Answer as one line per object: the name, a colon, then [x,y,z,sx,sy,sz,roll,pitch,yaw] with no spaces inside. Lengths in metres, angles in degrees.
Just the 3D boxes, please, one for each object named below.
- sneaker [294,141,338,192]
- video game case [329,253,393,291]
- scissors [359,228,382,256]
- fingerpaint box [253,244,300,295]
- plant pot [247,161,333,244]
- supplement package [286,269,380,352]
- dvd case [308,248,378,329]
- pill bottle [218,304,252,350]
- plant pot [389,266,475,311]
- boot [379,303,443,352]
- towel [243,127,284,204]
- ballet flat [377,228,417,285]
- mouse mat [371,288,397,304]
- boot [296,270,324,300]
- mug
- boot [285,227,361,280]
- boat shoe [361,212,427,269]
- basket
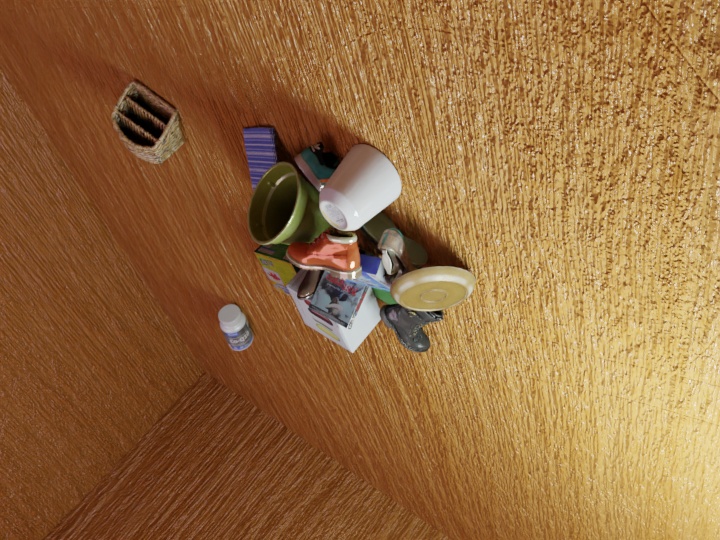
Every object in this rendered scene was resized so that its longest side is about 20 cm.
sneaker: [-0.072,-0.221,1.600,0.200,0.079,0.072,44,-167,-54]
video game case: [0.000,0.000,1.669,0.197,0.046,0.181,12,169,31]
scissors: [0.060,-0.033,1.748,0.199,0.014,0.073,40,156,6]
fingerpaint box: [-0.217,0.000,2.132,0.198,0.073,0.168,16,141,46]
plant pot: [-0.145,-0.135,1.673,0.183,0.204,0.199,21,174,-42]
supplement package: [-0.073,0.091,1.959,0.198,0.147,0.193,26,153,35]
dvd case: [-0.042,0.034,1.807,0.145,0.203,0.022,25,-178,34]
pill bottle: [-0.528,0.239,2.891,0.113,0.114,0.202,29,151,27]
plant pot: [0.165,0.049,1.556,0.196,0.028,0.201,-4,153,-2]
boot: [0.156,0.138,1.802,0.199,0.070,0.173,40,145,-21]
towel: [-0.245,-0.266,1.766,0.144,0.024,0.204,12,115,50]
ballet flat: [0.086,-0.004,1.562,0.067,0.068,0.201,6,138,40]
mouse mat: [0.061,0.045,1.858,0.198,0.008,0.162,28,155,28]
boot: [-0.143,-0.050,1.827,0.063,0.188,0.202,12,143,32]
mug: [-0.010,-0.157,1.510,0.148,0.153,0.188,29,151,25]
boot: [-0.086,-0.054,1.558,0.197,0.075,0.109,11,121,26]
boat shoe: [0.066,-0.069,1.620,0.200,0.072,0.061,40,150,3]
basket: [-0.644,-0.433,2.036,0.199,0.143,0.150,37,154,14]
